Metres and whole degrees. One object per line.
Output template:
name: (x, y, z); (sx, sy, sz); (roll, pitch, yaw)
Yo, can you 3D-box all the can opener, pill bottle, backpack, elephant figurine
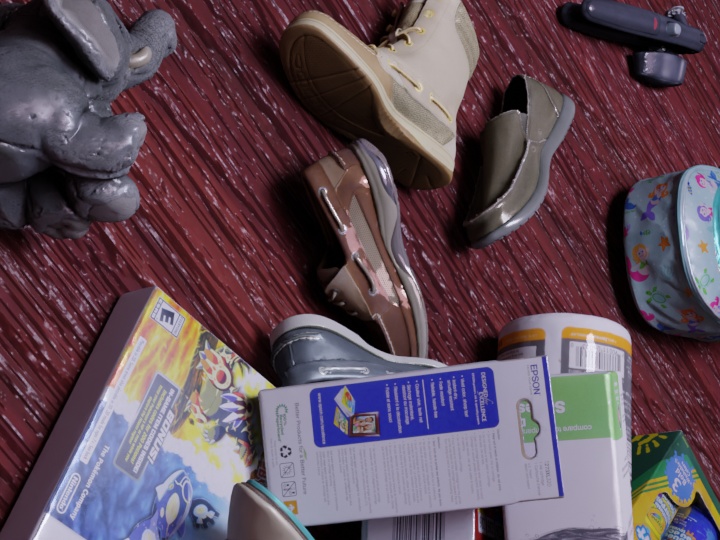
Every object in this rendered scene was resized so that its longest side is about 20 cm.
can opener: (0.285, -0.246, 1.469); (0.200, 0.063, 0.079); (13, 71, -44)
pill bottle: (0.170, 0.144, 1.207); (0.116, 0.116, 0.200); (20, 66, -41)
backpack: (0.354, -0.018, 1.428); (0.200, 0.151, 0.178); (7, 75, -40)
elephant figurine: (-0.197, -0.131, 0.912); (0.141, 0.155, 0.200); (3, 59, -2)

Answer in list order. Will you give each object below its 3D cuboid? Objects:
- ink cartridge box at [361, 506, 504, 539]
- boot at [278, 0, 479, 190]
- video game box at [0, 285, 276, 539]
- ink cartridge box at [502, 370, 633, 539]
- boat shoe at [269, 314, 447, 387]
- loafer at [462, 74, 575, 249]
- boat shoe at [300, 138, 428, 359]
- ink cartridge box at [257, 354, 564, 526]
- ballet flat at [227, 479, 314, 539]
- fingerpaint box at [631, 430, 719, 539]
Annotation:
ink cartridge box: (0.068, 0.261, 1.040); (0.200, 0.084, 0.176); (40, 49, -64)
boot: (0.023, -0.181, 1.172); (0.200, 0.073, 0.156); (40, 54, -34)
video game box: (-0.124, 0.143, 0.955); (0.182, 0.047, 0.200); (45, 51, -32)
ink cartridge box: (0.149, 0.173, 1.017); (0.145, 0.084, 0.200); (18, 68, -77)
boat shoe: (0.017, 0.099, 1.082); (0.200, 0.073, 0.062); (27, 35, -31)
loafer: (0.128, -0.100, 1.271); (0.070, 0.075, 0.200); (41, 48, -17)
boat shoe: (0.000, 0.000, 1.113); (0.072, 0.076, 0.200); (-18, 103, -14)
ink cartridge box: (0.033, 0.116, 0.959); (0.037, 0.200, 0.095); (26, 57, -73)
ballet flat: (-0.047, 0.210, 0.940); (0.200, 0.069, 0.070); (60, 41, -48)
fingerpaint box: (0.278, 0.277, 1.314); (0.167, 0.073, 0.200); (-44, 111, -43)
